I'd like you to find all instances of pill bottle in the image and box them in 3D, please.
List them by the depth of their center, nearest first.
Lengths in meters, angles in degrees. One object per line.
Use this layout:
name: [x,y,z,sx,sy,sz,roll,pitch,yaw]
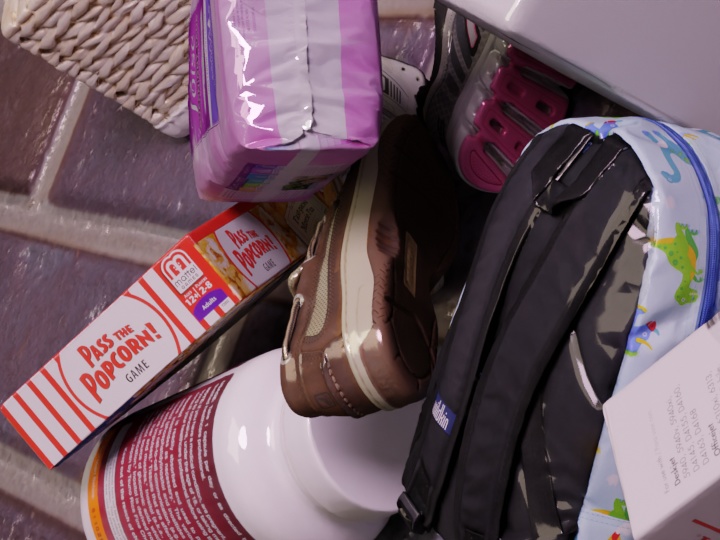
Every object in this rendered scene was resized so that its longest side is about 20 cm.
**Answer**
pill bottle: [-0.052,0.106,1.090,0.200,0.113,0.113,-26,49,48]

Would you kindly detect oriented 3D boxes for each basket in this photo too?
basket: [-0.125,-0.234,1.390,0.198,0.160,0.201,-36,44,39]

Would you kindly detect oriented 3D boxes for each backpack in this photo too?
backpack: [0.104,0.032,0.885,0.163,0.153,0.201,-138,48,-62]

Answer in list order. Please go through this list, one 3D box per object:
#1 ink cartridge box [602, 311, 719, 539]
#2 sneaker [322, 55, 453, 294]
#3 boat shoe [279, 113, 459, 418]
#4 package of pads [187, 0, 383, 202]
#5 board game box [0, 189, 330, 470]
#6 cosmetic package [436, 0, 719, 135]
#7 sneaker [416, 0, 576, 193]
ink cartridge box: [0.173,0.060,0.770,0.200,0.116,0.067,-42,39,33]
sneaker: [0.012,-0.074,1.151,0.200,0.087,0.076,59,165,32]
boat shoe: [-0.003,-0.005,1.015,0.075,0.075,0.203,-22,28,22]
package of pads: [-0.040,-0.103,1.012,0.200,0.075,0.121,154,115,-79]
board game box: [-0.095,0.020,1.152,0.151,0.046,0.200,-41,0,22]
cosmetic package: [0.136,-0.180,0.943,0.201,0.164,0.165,-61,30,7]
sneaker: [0.085,-0.144,1.086,0.087,0.074,0.201,37,106,52]
